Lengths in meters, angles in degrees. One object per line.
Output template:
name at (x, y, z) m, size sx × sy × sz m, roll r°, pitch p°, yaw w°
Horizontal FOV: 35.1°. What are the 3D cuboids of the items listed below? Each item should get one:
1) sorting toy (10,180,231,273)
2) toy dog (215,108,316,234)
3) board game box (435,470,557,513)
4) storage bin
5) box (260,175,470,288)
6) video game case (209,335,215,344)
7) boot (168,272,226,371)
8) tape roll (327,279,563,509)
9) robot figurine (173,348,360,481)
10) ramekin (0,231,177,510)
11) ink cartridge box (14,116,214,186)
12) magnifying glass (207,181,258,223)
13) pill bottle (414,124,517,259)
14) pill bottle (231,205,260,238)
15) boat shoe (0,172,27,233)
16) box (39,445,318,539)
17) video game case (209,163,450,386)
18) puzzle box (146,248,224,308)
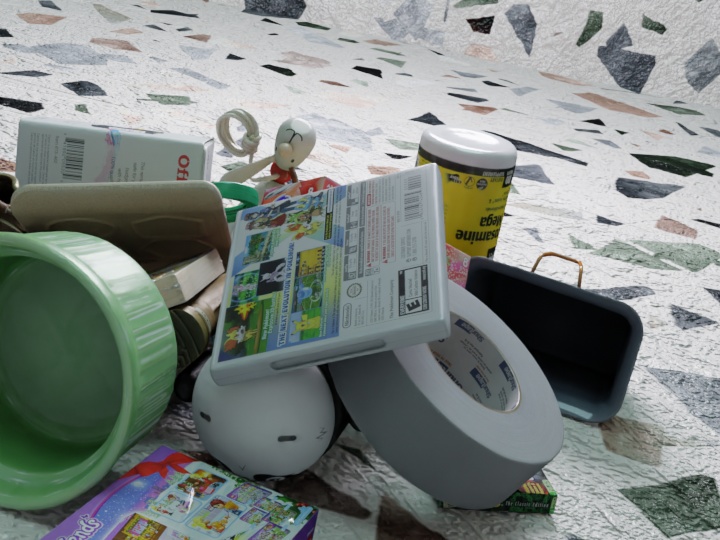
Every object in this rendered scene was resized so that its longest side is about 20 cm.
sorting toy at (-0.216, -0.040, 1.076) m, size 0.184 × 0.037 × 0.200 m, roll -2°, pitch -19°, yaw -3°
toy dog at (-0.114, -0.069, 1.249) m, size 0.131 × 0.201 × 0.096 m, roll 12°, pitch 34°, yaw 16°
board game box at (0.095, 0.151, 1.025) m, size 0.104 × 0.024 × 0.200 m, roll 3°, pitch 22°, yaw -14°
storage bin at (0.197, 0.052, 1.188) m, size 0.199 × 0.146 × 0.134 m, roll 18°, pitch 12°, yaw 17°
box at (0.000, 0.000, 1.072) m, size 0.200 × 0.103 × 0.094 m, roll 27°, pitch -23°, yaw -37°
video game case at (-0.227, 0.035, 1.159) m, size 0.199 × 0.018 × 0.143 m, roll 3°, pitch 22°, yaw -20°
boot at (-0.185, 0.066, 1.007) m, size 0.174 × 0.066 × 0.200 m, roll -21°, pitch 7°, yaw 7°
tape roll at (0.070, 0.092, 0.921) m, size 0.200 × 0.066 × 0.201 m, roll 33°, pitch 28°, yaw -20°
robot figurine at (-0.060, 0.095, 0.952) m, size 0.125 × 0.150 × 0.200 m, roll 55°, pitch 24°, yaw -4°
ramekin at (-0.234, 0.065, 0.842) m, size 0.199 × 0.201 × 0.098 m, roll 17°, pitch 14°, yaw 15°
ink cartridge box at (-0.265, -0.081, 1.230) m, size 0.199 × 0.147 × 0.083 m, roll 7°, pitch 10°, yaw -1°
magnifying glass at (-0.182, -0.055, 1.124) m, size 0.199 × 0.023 × 0.079 m, roll -16°, pitch -20°, yaw 38°
pill bottle at (0.106, -0.057, 1.308) m, size 0.112 × 0.201 × 0.113 m, roll 9°, pitch 21°, yaw -4°
pill bottle at (-0.033, 0.004, 1.193) m, size 0.199 × 0.113 × 0.113 m, roll 10°, pitch 20°, yaw -24°
boat shoe at (-0.347, -0.055, 1.099) m, size 0.074 × 0.075 × 0.202 m, roll 27°, pitch -2°, yaw 20°
box at (-0.131, 0.196, 0.768) m, size 0.136 × 0.039 × 0.200 m, roll 19°, pitch 22°, yaw 17°
video game case at (-0.021, -0.002, 0.898) m, size 0.181 × 0.022 × 0.201 m, roll -13°, pitch 38°, yaw 12°
puzzle box at (-0.197, 0.023, 0.994) m, size 0.132 × 0.026 × 0.200 m, roll -19°, pitch 6°, yaw 4°
